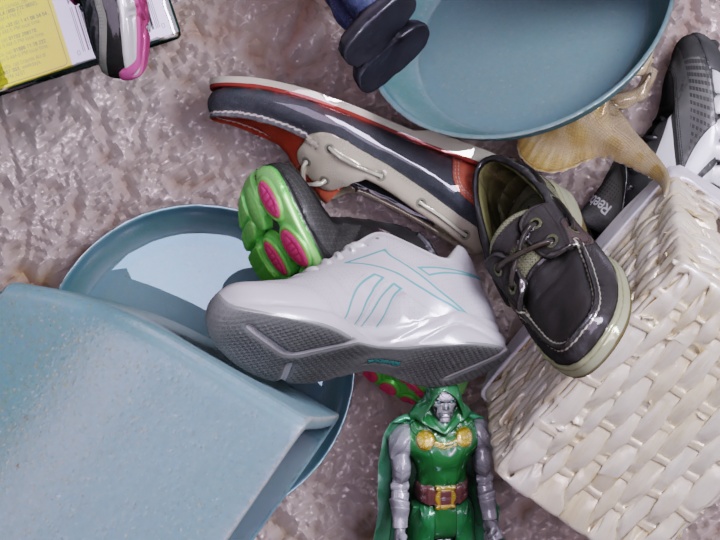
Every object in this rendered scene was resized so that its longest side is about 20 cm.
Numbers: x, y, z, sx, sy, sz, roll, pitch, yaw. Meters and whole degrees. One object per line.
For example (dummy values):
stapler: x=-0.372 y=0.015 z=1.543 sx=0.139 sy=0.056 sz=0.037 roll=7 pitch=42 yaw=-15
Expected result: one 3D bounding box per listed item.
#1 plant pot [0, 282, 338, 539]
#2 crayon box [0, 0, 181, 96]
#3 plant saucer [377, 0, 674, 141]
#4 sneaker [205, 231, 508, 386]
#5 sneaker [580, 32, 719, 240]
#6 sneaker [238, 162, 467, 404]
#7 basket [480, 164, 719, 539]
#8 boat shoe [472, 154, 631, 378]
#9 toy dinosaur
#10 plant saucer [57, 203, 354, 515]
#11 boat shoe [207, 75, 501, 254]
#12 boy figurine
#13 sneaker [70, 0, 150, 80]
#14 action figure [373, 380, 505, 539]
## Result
plant pot: x=-0.155 y=0.111 z=1.656 sx=0.199 sy=0.196 sz=0.197 roll=35 pitch=91 yaw=5
crayon box: x=-0.200 y=-0.223 z=1.733 sx=0.126 sy=0.051 sz=0.201 roll=-17 pitch=93 yaw=-1
plant saucer: x=0.102 y=-0.152 z=1.706 sx=0.199 sy=0.036 sz=0.201 roll=-12 pitch=52 yaw=16
sneaker: x=-0.007 y=0.020 z=1.634 sx=0.199 sy=0.070 sz=0.081 roll=5 pitch=60 yaw=-34
sneaker: x=0.183 y=-0.050 z=1.737 sx=0.090 sy=0.066 sz=0.202 roll=5 pitch=94 yaw=-11
sneaker: x=0.000 y=0.000 z=1.719 sx=0.200 sy=0.077 sz=0.084 roll=46 pitch=63 yaw=-26
basket: x=0.179 y=0.064 z=1.672 sx=0.135 sy=0.124 sz=0.200 roll=34 pitch=115 yaw=-14
boat shoe: x=0.104 y=-0.006 z=1.644 sx=0.066 sy=0.201 sz=0.072 roll=34 pitch=108 yaw=-24
toy dinosaur: x=0.145 y=-0.098 z=1.716 sx=0.199 sy=0.058 sz=0.101 roll=28 pitch=76 yaw=39
plant saucer: x=-0.103 y=0.058 z=1.758 sx=0.198 sy=0.027 sz=0.202 roll=0 pitch=93 yaw=-1
boat shoe: x=-0.006 y=-0.069 z=1.735 sx=0.199 sy=0.071 sz=0.063 roll=19 pitch=87 yaw=-8
boy figurine: x=-0.042 y=-0.203 z=1.697 sx=0.064 sy=0.124 sz=0.200 roll=-41 pitch=66 yaw=-5
sneaker: x=-0.187 y=-0.203 z=1.674 sx=0.087 sy=0.074 sz=0.201 roll=-19 pitch=88 yaw=-2
action figure: x=0.049 y=0.156 z=1.724 sx=0.117 sy=0.055 sz=0.202 roll=-7 pitch=113 yaw=-12
